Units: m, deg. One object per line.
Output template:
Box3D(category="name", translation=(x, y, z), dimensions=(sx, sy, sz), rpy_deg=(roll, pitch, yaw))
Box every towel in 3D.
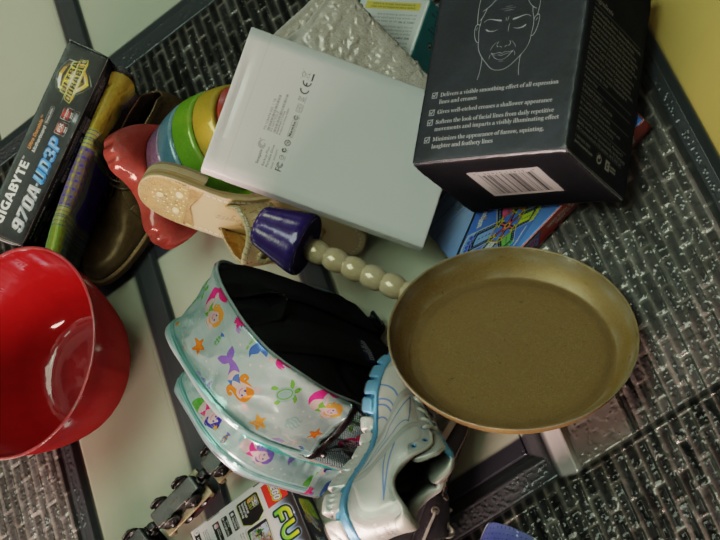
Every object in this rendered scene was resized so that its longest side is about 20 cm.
Box3D(category="towel", translation=(-0.259, -0.094, 1.867), dimensions=(0.023, 0.144, 0.201), rpy_deg=(20, 78, 1))
Box3D(category="towel", translation=(-0.001, -0.143, 1.673), dimensions=(0.200, 0.034, 0.133), rpy_deg=(45, 79, 3))

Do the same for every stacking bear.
Box3D(category="stacking bear", translation=(-0.119, -0.121, 1.758), dimensions=(0.199, 0.114, 0.122), rpy_deg=(-27, 94, 37))

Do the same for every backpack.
Box3D(category="backpack", translation=(-0.067, 0.085, 1.588), dimensions=(0.151, 0.200, 0.178), rpy_deg=(-46, 51, 13))

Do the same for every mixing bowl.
Box3D(category="mixing bowl", translation=(-0.290, 0.086, 1.801), dimensions=(0.199, 0.108, 0.202), rpy_deg=(-10, 73, 33))

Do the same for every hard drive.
Box3D(category="hard drive", translation=(-0.021, -0.112, 1.635), dimensions=(0.199, 0.027, 0.133), rpy_deg=(20, 78, -3))

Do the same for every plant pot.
Box3D(category="plant pot", translation=(0.120, 0.059, 1.520), dimensions=(0.199, 0.028, 0.201), rpy_deg=(-1, 44, 1))

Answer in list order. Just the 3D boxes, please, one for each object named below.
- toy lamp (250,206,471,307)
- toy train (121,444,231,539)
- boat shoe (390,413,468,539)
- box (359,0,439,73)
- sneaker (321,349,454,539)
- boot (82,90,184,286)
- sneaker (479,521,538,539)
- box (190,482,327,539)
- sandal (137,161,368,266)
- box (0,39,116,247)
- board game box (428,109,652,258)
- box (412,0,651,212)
Box3D(category="toy lamp", translation=(0.000, 0.000, 1.626), dimensions=(0.199, 0.058, 0.058), rpy_deg=(25, 84, 13))
Box3D(category="toy train", translation=(-0.153, 0.204, 1.698), dimensions=(0.200, 0.046, 0.034), rpy_deg=(-48, 62, 11))
Box3D(category="boat shoe", translation=(0.042, 0.206, 1.557), dimensions=(0.201, 0.063, 0.073), rpy_deg=(-60, 14, -17))
Box3D(category="box", translation=(0.013, -0.148, 1.738), dimensions=(0.082, 0.049, 0.201), rpy_deg=(10, 75, 38))
Box3D(category="sneaker", translation=(0.042, 0.136, 1.499), dimensions=(0.086, 0.075, 0.201), rpy_deg=(-15, 39, 34))
Box3D(category="boot", translation=(-0.228, -0.083, 1.866), dimensions=(0.073, 0.075, 0.201), rpy_deg=(24, 85, 38))
Box3D(category="sneaker", translation=(0.084, 0.285, 1.441), dimensions=(0.080, 0.115, 0.201), rpy_deg=(6, 73, 36))
Box3D(category="box", translation=(-0.065, 0.276, 1.606), dimensions=(0.110, 0.035, 0.201), rpy_deg=(-37, 52, 17))
Box3D(category="sandal", translation=(-0.104, -0.030, 1.698), dimensions=(0.210, 0.078, 0.070), rpy_deg=(17, 47, 6))
Box3D(category="box", translation=(-0.293, -0.113, 1.870), dimensions=(0.046, 0.159, 0.201), rpy_deg=(24, 87, 3))
Box3D(category="board game box", translation=(0.146, -0.080, 1.630), dimensions=(0.200, 0.019, 0.103), rpy_deg=(-46, 49, 9))
Box3D(category="box", translation=(0.144, -0.163, 1.588), dimensions=(0.148, 0.107, 0.201), rpy_deg=(-3, 68, 35))
